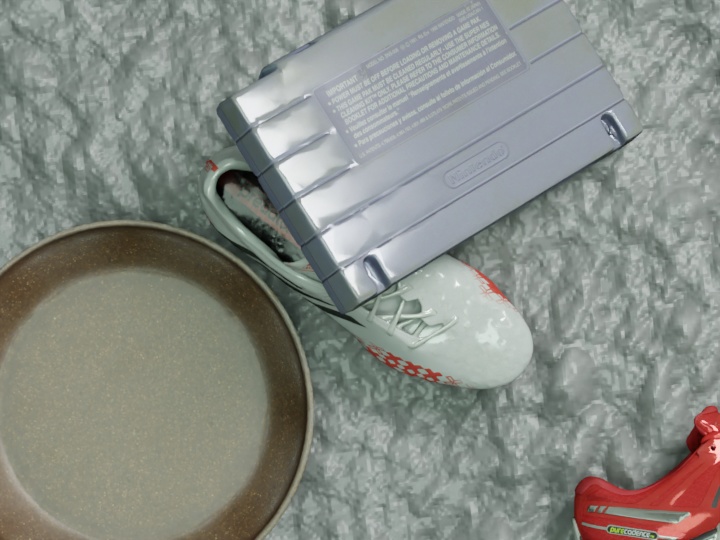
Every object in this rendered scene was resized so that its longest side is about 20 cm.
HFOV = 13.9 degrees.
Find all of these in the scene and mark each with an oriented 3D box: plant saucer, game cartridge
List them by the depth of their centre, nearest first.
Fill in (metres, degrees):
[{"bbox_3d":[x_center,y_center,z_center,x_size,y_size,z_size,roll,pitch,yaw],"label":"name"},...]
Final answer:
[{"bbox_3d":[0.036,-0.079,1.518,0.200,0.038,0.130,-30,83,-27],"label":"game cartridge"},{"bbox_3d":[-0.123,0.073,1.569,0.200,0.037,0.201,0,90,3],"label":"plant saucer"}]

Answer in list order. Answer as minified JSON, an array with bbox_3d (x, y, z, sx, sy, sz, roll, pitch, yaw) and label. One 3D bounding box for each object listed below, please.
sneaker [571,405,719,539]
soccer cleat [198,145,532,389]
[{"bbox_3d":[0.205,0.107,1.531,0.200,0.077,0.085,-18,84,3],"label":"sneaker"},{"bbox_3d":[0.000,0.000,1.536,0.200,0.085,0.069,34,92,3],"label":"soccer cleat"}]
